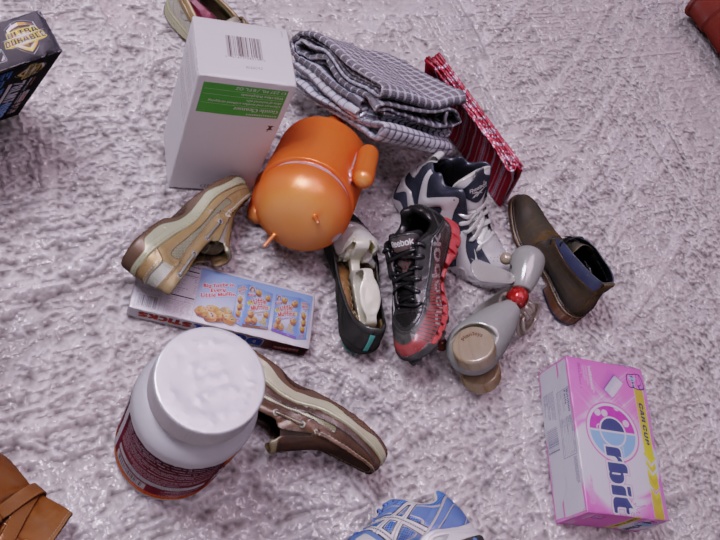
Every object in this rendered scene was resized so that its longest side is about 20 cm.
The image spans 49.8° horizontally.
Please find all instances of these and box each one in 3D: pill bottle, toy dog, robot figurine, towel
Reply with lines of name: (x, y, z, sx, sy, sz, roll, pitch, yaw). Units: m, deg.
pill bottle: (-0.154, 0.131, 0.695, 0.109, 0.200, 0.110, 11, 59, -19)
toy dog: (0.146, 0.053, 0.946, 0.096, 0.132, 0.200, 19, 41, 24)
robot figurine: (-0.057, -0.102, 0.913, 0.144, 0.117, 0.200, 15, 42, 2)
towel: (0.019, -0.230, 0.985, 0.165, 0.086, 0.200, 2, 30, -47)
towel: (0.146, -0.188, 1.059, 0.022, 0.145, 0.200, -32, 78, -7)

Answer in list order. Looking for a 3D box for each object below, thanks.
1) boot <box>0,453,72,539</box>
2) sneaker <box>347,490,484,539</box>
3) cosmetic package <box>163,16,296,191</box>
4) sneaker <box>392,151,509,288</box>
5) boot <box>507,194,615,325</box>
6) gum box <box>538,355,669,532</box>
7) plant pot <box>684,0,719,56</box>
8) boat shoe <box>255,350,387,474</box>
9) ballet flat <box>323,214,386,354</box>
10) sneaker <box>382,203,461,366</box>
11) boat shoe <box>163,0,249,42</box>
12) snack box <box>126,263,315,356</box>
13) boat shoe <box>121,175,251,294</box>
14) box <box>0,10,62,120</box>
boot: (-0.348, 0.237, 0.627, 0.155, 0.074, 0.200, 35, 57, -8)
sneaker: (0.024, 0.281, 0.784, 0.200, 0.076, 0.077, -6, 43, -28)
cosmetic package: (-0.152, -0.178, 0.870, 0.107, 0.200, 0.085, 0, 61, -22)
sneaker: (0.142, -0.072, 0.990, 0.079, 0.130, 0.199, -36, 81, -33)
boot: (0.273, -0.036, 1.050, 0.075, 0.097, 0.200, -12, 69, -30)
gum box: (0.290, 0.204, 0.942, 0.113, 0.066, 0.200, 11, 59, -18)
plant pot: (0.751, -0.459, 1.465, 0.200, 0.201, 0.196, -16, 79, -31)
boat shoe: (-0.072, 0.161, 0.802, 0.202, 0.075, 0.075, 31, 61, 6)
ballet flat: (0.000, 0.000, 0.922, 0.068, 0.068, 0.200, -1, 63, -23)
sneaker: (0.062, 0.008, 0.905, 0.098, 0.071, 0.201, 42, 51, -42)
boat shoe: (-0.176, -0.302, 1.011, 0.200, 0.066, 0.074, 42, 54, 2)
snack box: (-0.149, 0.037, 0.858, 0.200, 0.024, 0.072, 15, 56, -16)
boat shoe: (-0.171, -0.035, 0.851, 0.076, 0.072, 0.200, 41, 43, 0)
box: (-0.409, -0.165, 0.746, 0.198, 0.200, 0.050, -35, 103, -34)
